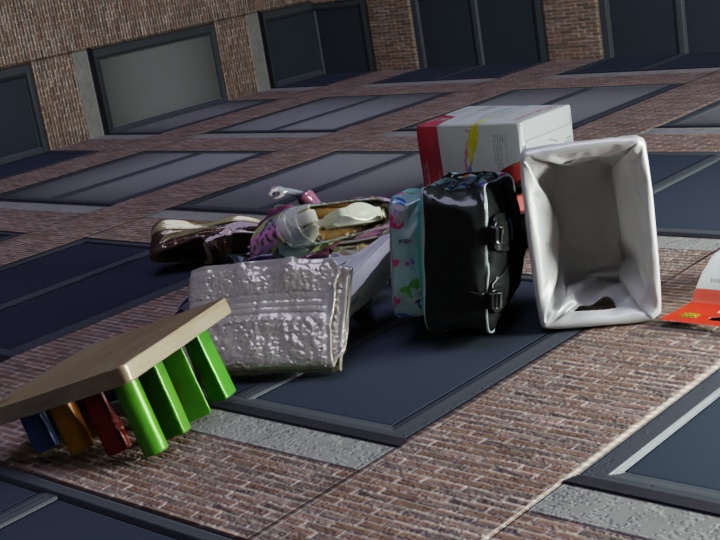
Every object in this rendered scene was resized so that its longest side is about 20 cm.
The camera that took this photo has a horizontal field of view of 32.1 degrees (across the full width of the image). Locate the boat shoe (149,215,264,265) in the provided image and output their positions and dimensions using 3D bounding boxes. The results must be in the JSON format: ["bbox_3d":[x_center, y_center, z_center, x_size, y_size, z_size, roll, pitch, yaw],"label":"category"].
[{"bbox_3d":[-0.220,-0.035,1.888,0.200,0.072,0.072,2,46,1],"label":"boat shoe"}]

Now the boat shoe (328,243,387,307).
[{"bbox_3d":[0.000,0.000,1.585,0.066,0.074,0.200,-15,15,-2],"label":"boat shoe"}]

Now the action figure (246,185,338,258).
[{"bbox_3d":[-0.073,-0.039,1.732,0.149,0.134,0.200,13,-9,-32],"label":"action figure"}]

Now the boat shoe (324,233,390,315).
[{"bbox_3d":[-0.025,0.015,1.451,0.068,0.072,0.200,35,65,19],"label":"boat shoe"}]

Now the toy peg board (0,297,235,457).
[{"bbox_3d":[-0.242,0.129,1.275,0.199,0.098,0.200,-19,8,28],"label":"toy peg board"}]

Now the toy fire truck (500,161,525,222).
[{"bbox_3d":[0.248,-0.089,1.741,0.200,0.112,0.168,-16,-8,-24],"label":"toy fire truck"}]

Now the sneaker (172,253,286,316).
[{"bbox_3d":[-0.156,0.049,1.471,0.200,0.074,0.088,-28,13,37],"label":"sneaker"}]

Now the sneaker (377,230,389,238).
[{"bbox_3d":[0.065,-0.047,1.667,0.078,0.100,0.200,-15,16,-21],"label":"sneaker"}]

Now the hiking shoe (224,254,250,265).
[{"bbox_3d":[-0.116,0.027,1.596,0.087,0.075,0.200,3,12,-28],"label":"hiking shoe"}]

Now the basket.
[{"bbox_3d":[0.255,-0.048,1.387,0.135,0.200,0.123,-6,9,11],"label":"basket"}]

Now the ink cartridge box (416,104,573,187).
[{"bbox_3d":[0.216,-0.176,1.957,0.200,0.145,0.145,4,20,42],"label":"ink cartridge box"}]

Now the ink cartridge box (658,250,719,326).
[{"bbox_3d":[0.435,0.011,1.333,0.162,0.050,0.200,6,18,45],"label":"ink cartridge box"}]

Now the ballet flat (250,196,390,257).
[{"bbox_3d":[-0.043,-0.062,1.603,0.200,0.069,0.071,-13,-12,-16],"label":"ballet flat"}]

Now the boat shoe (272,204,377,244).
[{"bbox_3d":[-0.052,-0.074,1.916,0.200,0.057,0.067,-1,17,29],"label":"boat shoe"}]

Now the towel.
[{"bbox_3d":[-0.106,0.053,1.383,0.200,0.133,0.034,-5,-27,19],"label":"towel"}]

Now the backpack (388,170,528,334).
[{"bbox_3d":[0.116,-0.027,1.423,0.150,0.178,0.200,3,15,23],"label":"backpack"}]
